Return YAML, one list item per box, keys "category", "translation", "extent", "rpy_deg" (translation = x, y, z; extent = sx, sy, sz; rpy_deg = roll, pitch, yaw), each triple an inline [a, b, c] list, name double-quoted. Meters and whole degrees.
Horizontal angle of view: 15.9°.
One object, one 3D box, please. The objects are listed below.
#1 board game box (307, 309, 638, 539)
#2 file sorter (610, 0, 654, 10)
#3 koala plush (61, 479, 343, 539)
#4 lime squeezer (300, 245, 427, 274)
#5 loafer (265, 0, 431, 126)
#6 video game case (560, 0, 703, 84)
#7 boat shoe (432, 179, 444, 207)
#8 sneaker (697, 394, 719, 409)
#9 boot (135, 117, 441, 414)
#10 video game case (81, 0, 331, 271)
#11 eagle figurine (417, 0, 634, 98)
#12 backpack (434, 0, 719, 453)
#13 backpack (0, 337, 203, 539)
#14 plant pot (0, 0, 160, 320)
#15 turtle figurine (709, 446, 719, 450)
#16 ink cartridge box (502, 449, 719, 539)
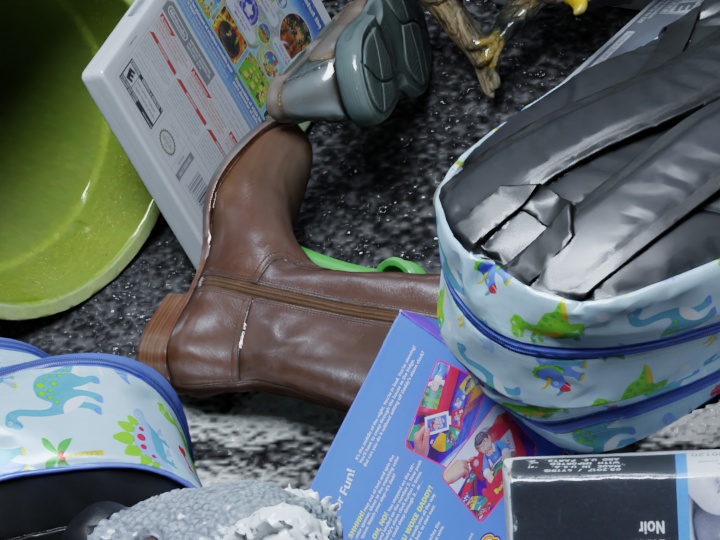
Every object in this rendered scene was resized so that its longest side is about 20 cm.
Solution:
- category: "board game box"
  translation: [0.028, 0.138, 1.139]
  extent: [0.134, 0.045, 0.200]
  rpy_deg: [36, 103, 39]
- category: "file sorter"
  translation: [0.148, -0.255, 1.580]
  extent: [0.199, 0.139, 0.125]
  rpy_deg: [11, 43, 23]
- category: "koala plush"
  translation: [-0.079, 0.163, 1.003]
  extent: [0.184, 0.177, 0.200]
  rpy_deg: [44, 86, 6]
- category: "lime squeezer"
  translation: [0.043, 0.001, 1.390]
  extent: [0.199, 0.038, 0.071]
  rpy_deg: [1, 42, 15]
- category: "loafer"
  translation: [-0.006, -0.122, 1.475]
  extent: [0.063, 0.072, 0.200]
  rpy_deg: [-12, 11, 14]
- category: "video game case"
  translation: [0.181, -0.093, 1.438]
  extent: [0.181, 0.023, 0.200]
  rpy_deg: [9, 42, 46]
- category: "boat shoe"
  translation: [0.112, -0.049, 1.338]
  extent: [0.072, 0.200, 0.060]
  rpy_deg: [-12, 78, -42]
- category: "sneaker"
  translation: [0.179, 0.006, 1.163]
  extent: [0.199, 0.070, 0.082]
  rpy_deg: [-14, 60, -8]
- category: "boot"
  translation: [0.000, 0.000, 1.349]
  extent: [0.199, 0.064, 0.187]
  rpy_deg: [3, 58, 36]
- category: "video game case"
  translation: [-0.077, -0.116, 1.470]
  extent: [0.018, 0.143, 0.200]
  rpy_deg: [-6, 38, 34]
- category: "eagle figurine"
  translation: [0.127, -0.193, 1.486]
  extent: [0.200, 0.152, 0.151]
  rpy_deg: [-37, 61, 12]
- category: "backpack"
  translation: [0.125, -0.017, 1.077]
  extent: [0.200, 0.154, 0.163]
  rpy_deg: [-20, 48, -35]
- category: "backpack"
  translation: [-0.169, 0.120, 1.194]
  extent: [0.199, 0.183, 0.147]
  rpy_deg: [-11, 42, -9]
- category: "plant pot"
  translation: [-0.237, -0.088, 1.462]
  extent: [0.190, 0.201, 0.200]
  rpy_deg: [15, 46, 44]
- category: "turtle figurine"
  translation: [0.117, 0.119, 1.185]
  extent: [0.150, 0.101, 0.200]
  rpy_deg: [-39, 70, -22]
- category: "ink cartridge box"
  translation: [0.161, 0.172, 1.053]
  extent: [0.197, 0.201, 0.043]
  rpy_deg: [-3, 11, 6]
